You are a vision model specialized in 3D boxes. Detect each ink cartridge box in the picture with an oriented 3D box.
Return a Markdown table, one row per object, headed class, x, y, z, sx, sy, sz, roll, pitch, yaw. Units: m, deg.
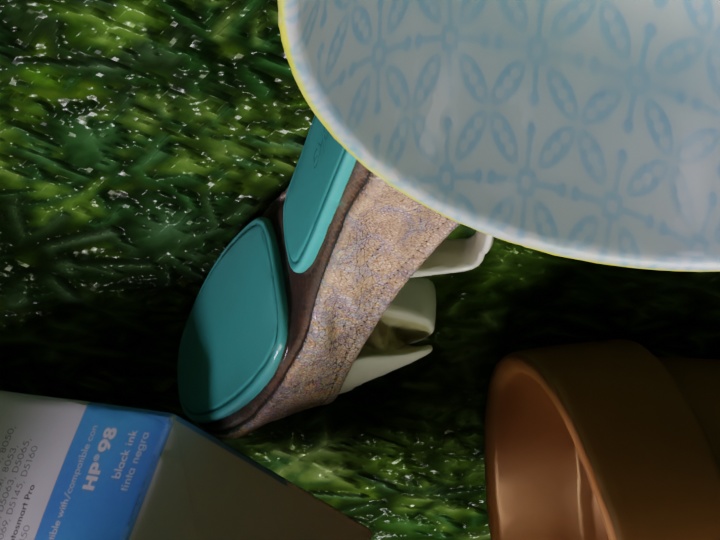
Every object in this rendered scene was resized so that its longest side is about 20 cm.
| class | x | y | z | sx | sy | sz | roll | pitch | yaw |
| --- | --- | --- | --- | --- | --- | --- | --- | --- | --- |
| ink cartridge box | -0.112 | 0.091 | 0.914 | 0.200 | 0.067 | 0.116 | 5 | 159 | 41 |

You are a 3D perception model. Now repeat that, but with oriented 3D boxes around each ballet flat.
| class | x | y | z | sx | sy | sz | roll | pitch | yaw |
| --- | --- | --- | --- | --- | --- | --- | --- | --- | --- |
| ballet flat | 0.000 | 0.000 | 0.801 | 0.067 | 0.068 | 0.200 | 6 | 150 | -19 |

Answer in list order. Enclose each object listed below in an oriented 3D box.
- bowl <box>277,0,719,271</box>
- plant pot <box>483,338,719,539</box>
| class | x | y | z | sx | sy | sz | roll | pitch | yaw |
| --- | --- | --- | --- | --- | --- | --- | --- | --- | --- |
| bowl | 0.083 | -0.097 | 0.595 | 0.200 | 0.108 | 0.200 | 2 | 149 | 1 |
| plant pot | 0.135 | 0.113 | 0.868 | 0.140 | 0.200 | 0.200 | -11 | 149 | -9 |
